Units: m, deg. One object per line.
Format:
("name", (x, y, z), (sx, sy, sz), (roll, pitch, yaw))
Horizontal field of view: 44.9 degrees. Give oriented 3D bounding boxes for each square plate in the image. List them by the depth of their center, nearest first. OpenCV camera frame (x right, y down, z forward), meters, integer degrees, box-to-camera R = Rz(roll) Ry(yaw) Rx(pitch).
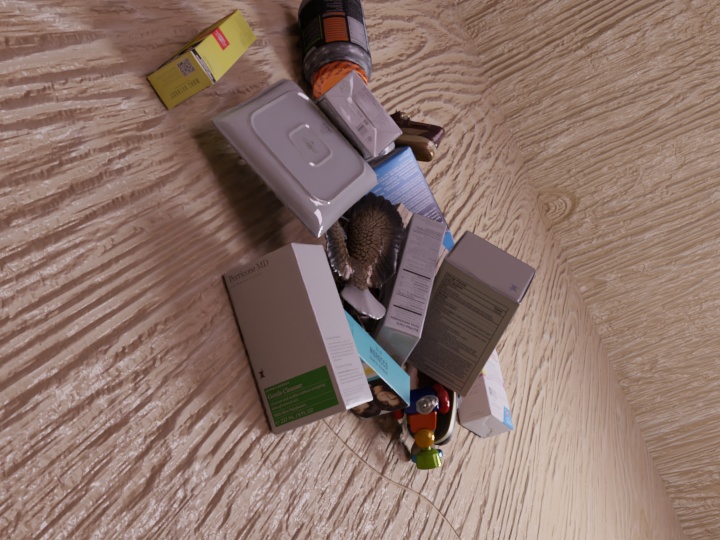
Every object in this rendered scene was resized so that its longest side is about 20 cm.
("square plate", (-0.075, -0.161, 1.156), (0.200, 0.028, 0.198), (48, 38, -3))

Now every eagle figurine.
("eagle figurine", (-0.023, -0.022, 1.196), (0.152, 0.149, 0.203), (25, 76, -82))

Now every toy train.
("toy train", (0.092, 0.235, 1.259), (0.200, 0.083, 0.117), (-118, -161, -90))

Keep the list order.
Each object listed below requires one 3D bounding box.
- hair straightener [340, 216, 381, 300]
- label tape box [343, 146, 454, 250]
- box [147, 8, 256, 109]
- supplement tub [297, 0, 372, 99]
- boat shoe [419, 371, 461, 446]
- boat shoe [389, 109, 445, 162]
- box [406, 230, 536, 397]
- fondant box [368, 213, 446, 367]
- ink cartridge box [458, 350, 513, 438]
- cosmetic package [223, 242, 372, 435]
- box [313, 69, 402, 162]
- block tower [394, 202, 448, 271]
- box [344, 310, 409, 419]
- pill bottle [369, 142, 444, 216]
("hair straightener", (0.000, 0.000, 1.388), (0.202, 0.041, 0.077), (61, 22, -5))
("label tape box", (0.059, -0.083, 1.455), (0.066, 0.143, 0.202), (9, -49, 62))
("box", (-0.198, -0.275, 1.120), (0.050, 0.075, 0.201), (57, 25, -21))
("supplement tub", (-0.044, -0.388, 1.522), (0.122, 0.121, 0.202), (40, 35, -49))
("boat shoe", (0.140, 0.214, 1.456), (0.065, 0.073, 0.201), (47, 29, -30))
("boat shoe", (0.071, -0.252, 1.584), (0.072, 0.199, 0.072), (-56, 133, -14))
("box", (0.159, 0.065, 1.314), (0.127, 0.201, 0.109), (31, 35, 9))
("fondant box", (0.062, 0.039, 1.280), (0.058, 0.145, 0.202), (20, 56, -3))
("ink cartridge box", (0.224, 0.205, 1.667), (0.115, 0.067, 0.202), (39, 37, -51))
("cosmetic package", (-0.074, 0.079, 1.037), (0.085, 0.107, 0.202), (-2, 70, -66))
("box", (-0.029, -0.211, 1.295), (0.117, 0.060, 0.200), (50, -18, -10))
("block tower", (0.098, -0.026, 1.407), (0.200, 0.054, 0.058), (42, 62, -23))
("box", (-0.014, 0.125, 1.164), (0.200, 0.082, 0.050), (48, 33, -41))
("pill bottle", (0.063, -0.141, 1.554), (0.201, 0.111, 0.112), (58, 24, -24))
